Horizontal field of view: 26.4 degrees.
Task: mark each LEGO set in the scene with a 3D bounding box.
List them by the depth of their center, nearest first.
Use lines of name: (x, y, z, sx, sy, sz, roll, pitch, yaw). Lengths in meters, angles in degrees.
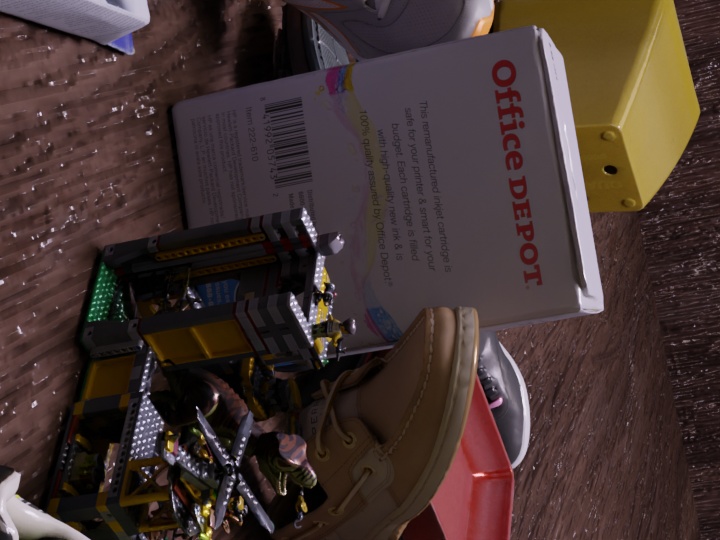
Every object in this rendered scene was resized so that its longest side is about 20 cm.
LEGO set: (-0.048, 0.070, 0.669, 0.200, 0.116, 0.154, -79, 153, -51)

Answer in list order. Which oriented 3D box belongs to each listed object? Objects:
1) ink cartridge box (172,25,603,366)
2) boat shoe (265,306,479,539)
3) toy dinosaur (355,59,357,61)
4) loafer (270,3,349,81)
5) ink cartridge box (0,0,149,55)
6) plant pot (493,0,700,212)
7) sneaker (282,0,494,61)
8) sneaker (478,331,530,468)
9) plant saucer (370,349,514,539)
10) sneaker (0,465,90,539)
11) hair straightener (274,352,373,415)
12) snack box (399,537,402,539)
ink cartridge box: (0.017, -0.033, 0.801, 0.085, 0.200, 0.145, 8, 72, -72)
boat shoe: (0.001, 0.087, 0.763, 0.074, 0.069, 0.200, -84, -166, -46)
toy dinosaur: (0.015, -0.151, 1.086, 0.102, 0.077, 0.200, -21, 97, -59)
loafer: (-0.033, -0.086, 0.919, 0.072, 0.063, 0.200, 52, 21, -53)
ink cartridge box: (-0.139, -0.205, 0.666, 0.200, 0.041, 0.200, 0, 80, -73)
plant pot: (0.249, -0.173, 1.695, 0.200, 0.200, 0.177, 63, 35, -44)
sneaker: (-0.020, -0.168, 0.852, 0.092, 0.200, 0.076, 20, 98, -59)
sneaker: (0.071, 0.066, 1.161, 0.099, 0.071, 0.200, -28, 101, -71)
plant saucer: (0.048, 0.112, 0.977, 0.200, 0.037, 0.200, -72, 144, -61)
sneaker: (-0.109, 0.127, 0.507, 0.200, 0.076, 0.076, 59, 24, -52)
hair straightener: (0.000, 0.000, 0.931, 0.200, 0.041, 0.077, -54, 131, -43)
snack box: (0.062, 0.210, 1.089, 0.116, 0.037, 0.200, -84, 157, -47)
